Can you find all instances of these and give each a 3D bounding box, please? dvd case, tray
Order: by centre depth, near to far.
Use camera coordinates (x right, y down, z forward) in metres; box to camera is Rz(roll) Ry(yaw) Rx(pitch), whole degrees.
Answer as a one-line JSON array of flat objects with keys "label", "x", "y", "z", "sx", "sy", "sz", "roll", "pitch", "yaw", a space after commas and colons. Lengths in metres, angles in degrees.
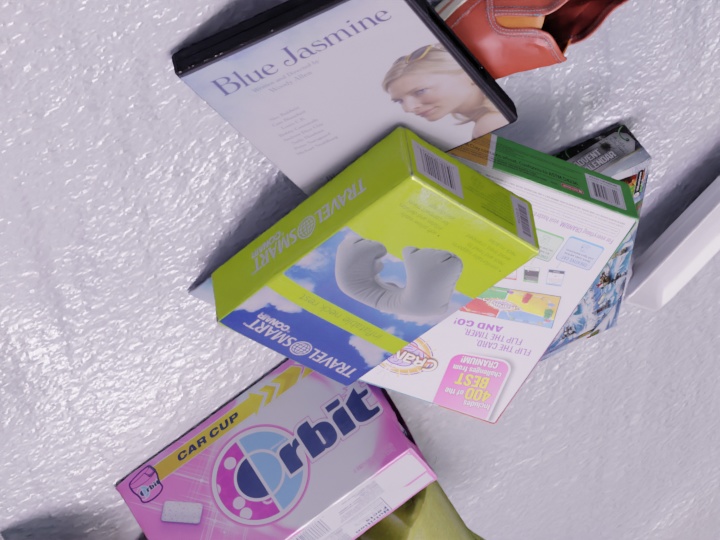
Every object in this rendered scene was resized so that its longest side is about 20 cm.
[{"label": "dvd case", "x": -0.005, "y": -0.108, "z": 1.559, "sx": 0.142, "sy": 0.018, "sz": 0.200, "roll": -23, "pitch": 150, "yaw": 16}, {"label": "tray", "x": 0.270, "y": -0.049, "z": 1.934, "sx": 0.200, "sy": 0.022, "sz": 0.107, "roll": -47, "pitch": 163, "yaw": 10}]

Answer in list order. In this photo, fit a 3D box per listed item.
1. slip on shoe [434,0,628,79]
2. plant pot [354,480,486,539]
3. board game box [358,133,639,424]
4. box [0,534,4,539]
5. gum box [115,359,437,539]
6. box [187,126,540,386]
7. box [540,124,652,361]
[{"label": "slip on shoe", "x": 0.099, "y": -0.150, "z": 1.607, "sx": 0.200, "sy": 0.061, "sz": 0.074, "roll": -34, "pitch": 152, "yaw": 8}, {"label": "plant pot", "x": 0.007, "y": 0.218, "z": 1.931, "sx": 0.200, "sy": 0.200, "sz": 0.184, "roll": -31, "pitch": 138, "yaw": -8}, {"label": "board game box", "x": 0.070, "y": 0.003, "z": 1.750, "sx": 0.153, "sy": 0.040, "sz": 0.200, "roll": 19, "pitch": 125, "yaw": -21}, {"label": "box", "x": -0.318, "y": 0.248, "z": 1.720, "sx": 0.200, "sy": 0.095, "sz": 0.078, "roll": -43, "pitch": 148, "yaw": 10}, {"label": "gum box", "x": -0.054, "y": 0.144, "z": 1.814, "sx": 0.200, "sy": 0.114, "sz": 0.066, "roll": -36, "pitch": 150, "yaw": 2}, {"label": "box", "x": 0.000, "y": 0.000, "z": 1.659, "sx": 0.122, "sy": 0.048, "sz": 0.200, "roll": 28, "pitch": 129, "yaw": -36}, {"label": "box", "x": 0.130, "y": -0.005, "z": 1.864, "sx": 0.137, "sy": 0.040, "sz": 0.200, "roll": -24, "pitch": 148, "yaw": -21}]
